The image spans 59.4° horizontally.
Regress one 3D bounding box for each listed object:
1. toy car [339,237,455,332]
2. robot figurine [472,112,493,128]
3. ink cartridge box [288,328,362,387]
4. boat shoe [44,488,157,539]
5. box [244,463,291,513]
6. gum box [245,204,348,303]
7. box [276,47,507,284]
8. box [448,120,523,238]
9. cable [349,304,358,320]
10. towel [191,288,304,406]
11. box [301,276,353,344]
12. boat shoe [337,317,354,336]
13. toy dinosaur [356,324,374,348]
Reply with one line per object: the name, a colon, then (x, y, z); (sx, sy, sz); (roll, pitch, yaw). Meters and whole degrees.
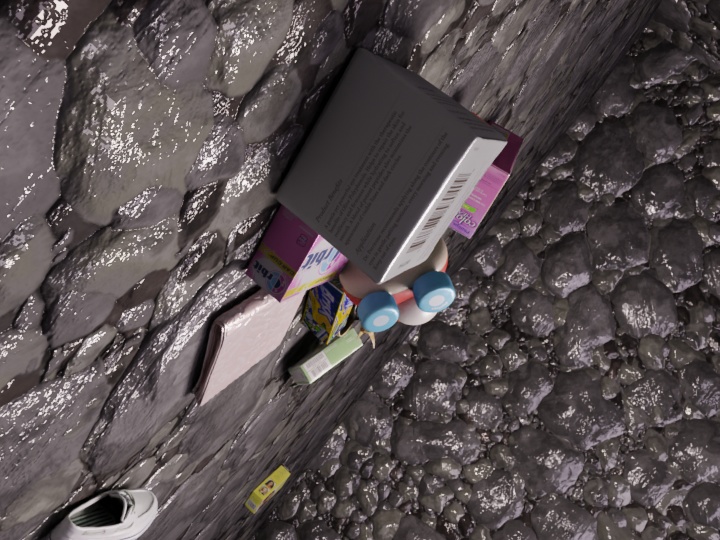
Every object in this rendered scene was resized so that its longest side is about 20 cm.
toy car: (0.065, 0.034, 1.036); (0.174, 0.186, 0.201); (-19, 140, 1)
robot figurine: (0.160, -0.189, 1.149); (0.116, 0.144, 0.201); (19, 110, -53)
ink cartridge box: (-0.092, 0.194, 1.383); (0.145, 0.048, 0.200); (-34, -177, -24)
boat shoe: (-0.346, 0.347, 0.891); (0.067, 0.073, 0.200); (-51, 167, 13)
box: (-0.317, 0.752, 2.182); (0.076, 0.050, 0.199); (-57, 167, 23)
gum box: (-0.060, -0.041, 0.872); (0.114, 0.066, 0.199); (-58, 167, 22)
box: (0.043, -0.126, 0.771); (0.201, 0.171, 0.200); (-56, 167, 21)
box: (0.281, -0.214, 1.482); (0.177, 0.096, 0.202); (-58, 175, -46)
cable: (0.000, 0.000, 1.177); (0.097, 0.050, 0.202); (-49, 156, -37)
towel: (-0.163, 0.092, 0.951); (0.199, 0.032, 0.192); (-38, 162, -48)
box: (-0.053, 0.051, 1.146); (0.064, 0.070, 0.201); (-46, 166, -32)
boat shoe: (0.004, 0.044, 1.302); (0.201, 0.063, 0.073); (-48, 137, 0)
toy dinosaur: (0.023, 0.100, 1.284); (0.102, 0.058, 0.200); (-55, 169, -7)
